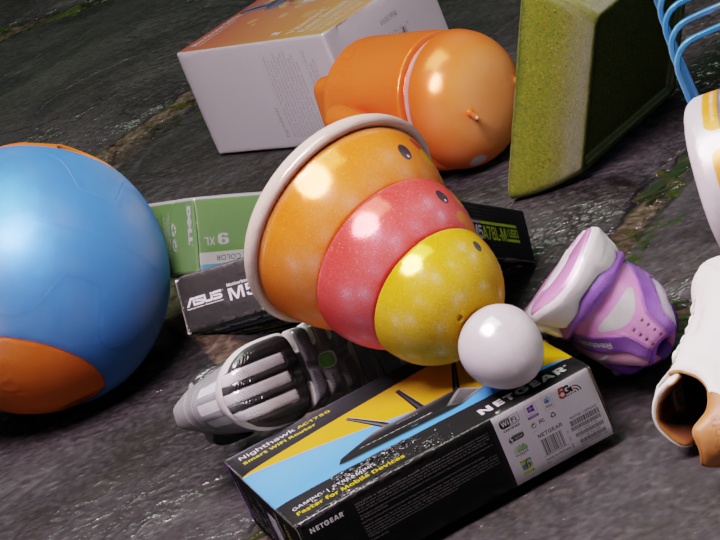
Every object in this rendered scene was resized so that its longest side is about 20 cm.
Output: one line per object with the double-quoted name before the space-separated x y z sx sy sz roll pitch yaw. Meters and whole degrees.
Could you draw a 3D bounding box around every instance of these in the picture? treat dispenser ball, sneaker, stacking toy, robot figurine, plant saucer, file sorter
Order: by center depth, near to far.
"sneaker" 0.200 0.050 1.445 0.084 0.073 0.200 -19 21 4
"stacking toy" 0.039 0.010 1.512 0.146 0.146 0.200 -32 50 -25
"sneaker" 0.154 0.027 1.569 0.081 0.088 0.200 -57 -1 1
"sneaker" -0.042 0.066 1.650 0.200 0.075 0.115 -12 -7 -43
"file sorter" 0.288 -0.151 1.791 0.122 0.139 0.200 -23 19 10
"treat dispenser ball" -0.241 0.005 1.861 0.200 0.201 0.201 -20 19 7
"plant saucer" 0.190 -0.170 1.912 0.048 0.200 0.200 26 44 27
"robot figurine" 0.049 -0.136 2.046 0.144 0.117 0.200 20 -13 -40

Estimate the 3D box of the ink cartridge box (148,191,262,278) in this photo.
"ink cartridge box" -0.094 -0.028 1.902 0.104 0.060 0.200 -5 0 -24

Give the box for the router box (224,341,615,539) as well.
"router box" 0.032 0.106 1.515 0.200 0.051 0.149 -28 18 -13

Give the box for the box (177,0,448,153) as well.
"box" -0.038 -0.192 2.302 0.200 0.107 0.152 -2 28 44

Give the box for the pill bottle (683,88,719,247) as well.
"pill bottle" 0.316 -0.083 1.607 0.199 0.117 0.116 -16 20 16

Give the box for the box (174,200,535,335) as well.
"box" 0.000 0.000 1.730 0.199 0.048 0.193 -17 -5 19
